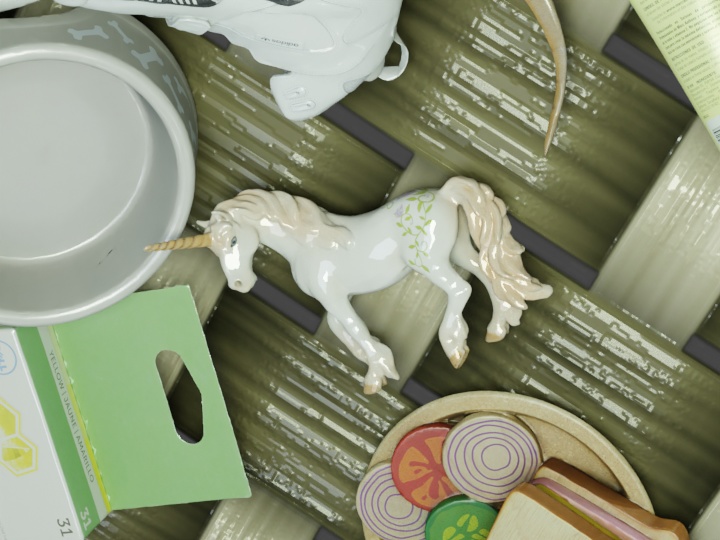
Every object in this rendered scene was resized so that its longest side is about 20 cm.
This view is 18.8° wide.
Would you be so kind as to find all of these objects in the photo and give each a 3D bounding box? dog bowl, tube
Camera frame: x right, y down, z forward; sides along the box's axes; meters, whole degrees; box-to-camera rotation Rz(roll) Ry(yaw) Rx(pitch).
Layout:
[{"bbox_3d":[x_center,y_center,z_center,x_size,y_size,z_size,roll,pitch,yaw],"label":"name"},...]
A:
[{"bbox_3d":[-0.184,-0.057,1.234,0.199,0.059,0.201,-8,119,-13],"label":"dog bowl"},{"bbox_3d":[0.178,-0.133,1.126,0.058,0.052,0.200,-30,91,-15],"label":"tube"}]

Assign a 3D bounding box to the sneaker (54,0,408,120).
[{"bbox_3d":[-0.067,-0.138,1.170,0.199,0.075,0.115,-5,136,1],"label":"sneaker"}]

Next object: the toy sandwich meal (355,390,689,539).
[{"bbox_3d":[0.087,0.167,1.274,0.204,0.070,0.206,8,115,18],"label":"toy sandwich meal"}]

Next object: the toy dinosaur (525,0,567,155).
[{"bbox_3d":[0.078,-0.173,1.150,0.200,0.060,0.106,53,150,3],"label":"toy dinosaur"}]

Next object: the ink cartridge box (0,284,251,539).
[{"bbox_3d":[-0.180,0.092,1.324,0.199,0.048,0.146,-7,109,26],"label":"ink cartridge box"}]

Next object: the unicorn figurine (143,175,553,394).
[{"bbox_3d":[0.000,0.000,1.246,0.199,0.074,0.138,-23,102,12],"label":"unicorn figurine"}]

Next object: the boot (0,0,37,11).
[{"bbox_3d":[-0.267,-0.201,1.255,0.199,0.074,0.096,3,120,22],"label":"boot"}]

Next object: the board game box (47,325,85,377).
[{"bbox_3d":[-0.266,0.074,1.396,0.134,0.034,0.200,37,120,3],"label":"board game box"}]

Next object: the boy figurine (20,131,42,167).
[{"bbox_3d":[-0.277,-0.096,1.313,0.199,0.064,0.125,-3,113,20],"label":"boy figurine"}]
